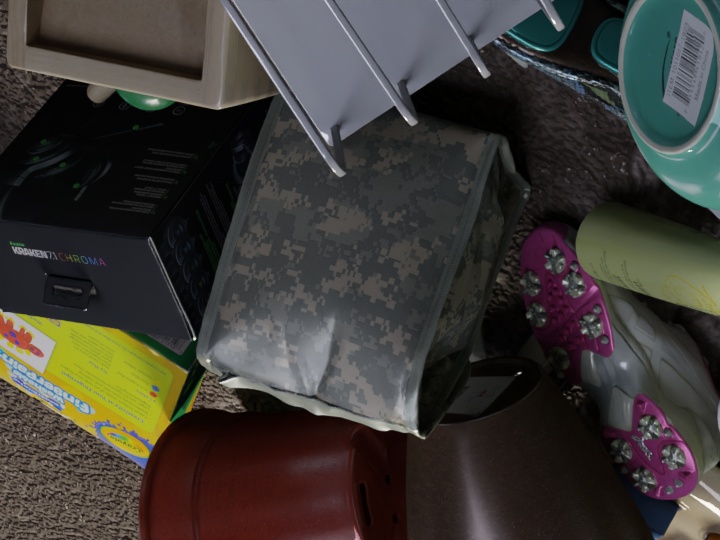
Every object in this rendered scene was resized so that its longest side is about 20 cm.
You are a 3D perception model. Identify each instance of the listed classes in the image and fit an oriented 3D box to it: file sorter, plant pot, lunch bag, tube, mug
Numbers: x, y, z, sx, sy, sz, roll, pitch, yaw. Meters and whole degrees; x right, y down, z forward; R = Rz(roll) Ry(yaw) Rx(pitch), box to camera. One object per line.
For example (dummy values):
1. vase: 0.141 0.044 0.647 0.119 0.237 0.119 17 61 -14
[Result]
1. file sorter: 0.030 -0.163 0.989 0.199 0.125 0.139 -32 107 8
2. plant pot: -0.037 0.192 1.477 0.194 0.202 0.201 -15 122 35
3. lunch bag: 0.000 0.000 1.204 0.162 0.202 0.118 16 166 20
4. tube: 0.205 0.001 1.123 0.199 0.057 0.053 23 117 57
5. mug: 0.199 -0.122 0.966 0.152 0.113 0.187 -38 62 59
6. plant pot: 0.103 0.168 1.248 0.185 0.187 0.202 -4 114 38

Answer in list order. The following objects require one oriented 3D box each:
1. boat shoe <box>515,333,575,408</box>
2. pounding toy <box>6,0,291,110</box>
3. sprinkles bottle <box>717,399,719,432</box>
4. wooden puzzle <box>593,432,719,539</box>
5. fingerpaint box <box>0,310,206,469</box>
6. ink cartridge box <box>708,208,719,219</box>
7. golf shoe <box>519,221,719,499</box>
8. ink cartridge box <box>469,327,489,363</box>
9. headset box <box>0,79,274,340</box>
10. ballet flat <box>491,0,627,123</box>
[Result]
1. boat shoe: 0.119 0.111 1.349 0.061 0.075 0.201 30 133 -1
2. pounding toy: -0.123 -0.179 1.152 0.182 0.142 0.202 13 108 24
3. sprinkles bottle: 0.269 0.072 1.102 0.068 0.200 0.069 3 97 26
4. wooden puzzle: 0.222 0.192 1.361 0.184 0.046 0.200 36 156 -2
5. fingerpaint box: -0.223 0.051 1.539 0.199 0.074 0.167 31 142 4
6. ink cartridge box: 0.284 -0.042 1.072 0.116 0.067 0.200 42 142 -13
7. golf shoe: 0.179 0.052 1.254 0.075 0.091 0.201 -32 87 49
8. ink cartridge box: 0.014 0.057 1.321 0.198 0.039 0.100 24 131 5
9. headset box: -0.152 -0.052 1.271 0.172 0.201 0.093 6 135 30
10. ballet flat: 0.124 -0.132 1.096 0.199 0.074 0.074 33 143 6
